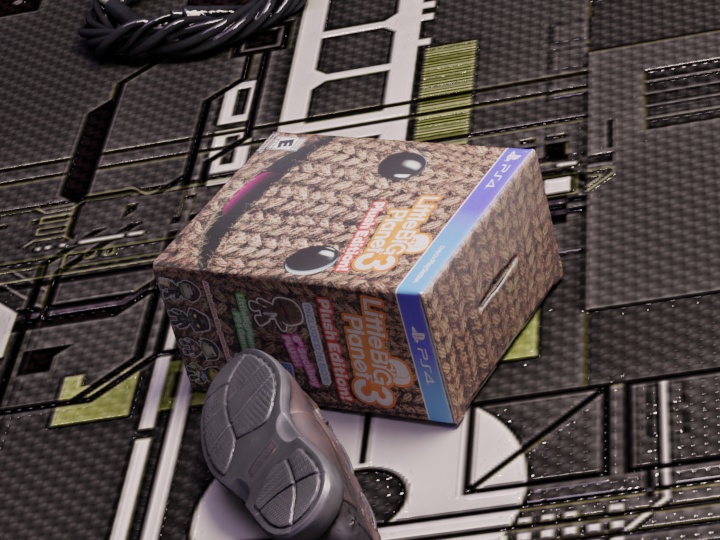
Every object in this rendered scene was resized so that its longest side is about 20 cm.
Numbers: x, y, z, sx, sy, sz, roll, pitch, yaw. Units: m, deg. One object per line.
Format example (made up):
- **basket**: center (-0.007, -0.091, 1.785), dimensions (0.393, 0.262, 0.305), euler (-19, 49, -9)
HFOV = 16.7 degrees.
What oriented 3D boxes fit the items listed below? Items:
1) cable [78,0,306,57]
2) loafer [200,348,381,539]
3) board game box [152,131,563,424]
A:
- **cable**: center (-0.134, -0.229, 1.996), dimensions (0.198, 0.051, 0.164), euler (0, 35, 22)
- **loafer**: center (-0.041, 0.115, 1.432), dimensions (0.072, 0.063, 0.200), euler (-48, 28, 6)
- **board game box**: center (0.000, 0.000, 1.538), dimensions (0.199, 0.097, 0.160), euler (5, 38, 31)
